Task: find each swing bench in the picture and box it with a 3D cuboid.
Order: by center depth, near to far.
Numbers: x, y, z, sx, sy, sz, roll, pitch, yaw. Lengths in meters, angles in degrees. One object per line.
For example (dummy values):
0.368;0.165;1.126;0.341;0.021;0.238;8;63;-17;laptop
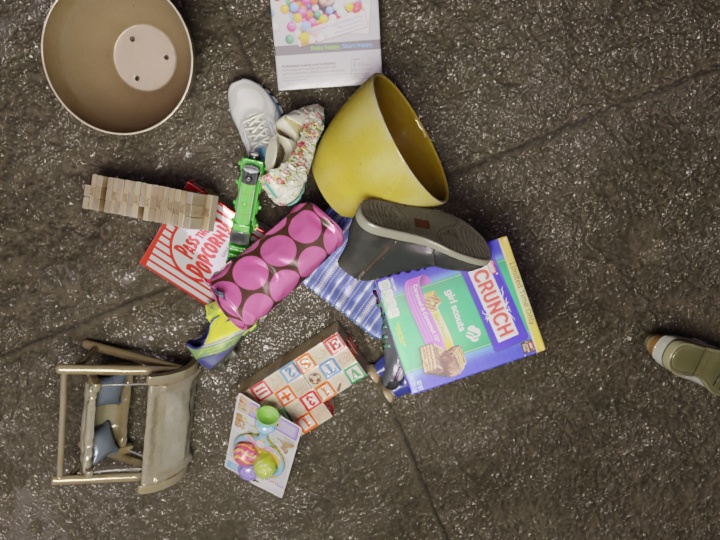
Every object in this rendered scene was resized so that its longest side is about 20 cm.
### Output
-0.366;0.233;1.141;0.198;0.130;0.201;8;104;-3;swing bench

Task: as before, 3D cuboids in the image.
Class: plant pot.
-0.316;-0.295;0.997;0.198;0.135;0.203;0;104;0;plant pot
0.015;-0.153;1.017;0.141;0.200;0.201;-27;104;21;plant pot

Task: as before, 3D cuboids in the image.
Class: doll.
0.107;0.123;1.153;0.199;0.048;0.137;-35;93;8;doll

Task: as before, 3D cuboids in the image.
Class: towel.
0.000;0.000;1.109;0.199;0.024;0.145;37;92;-19;towel

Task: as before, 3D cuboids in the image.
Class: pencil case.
-0.121;-0.012;1.013;0.200;0.091;0.094;-41;78;-18;pencil case

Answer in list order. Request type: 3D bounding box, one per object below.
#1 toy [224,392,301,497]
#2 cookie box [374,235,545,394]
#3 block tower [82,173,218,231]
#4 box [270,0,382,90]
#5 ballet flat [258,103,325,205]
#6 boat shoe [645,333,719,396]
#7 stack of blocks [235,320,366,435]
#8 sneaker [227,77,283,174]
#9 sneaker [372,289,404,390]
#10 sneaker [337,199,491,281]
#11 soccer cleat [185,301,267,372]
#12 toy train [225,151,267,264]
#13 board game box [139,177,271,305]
-0.167;0.295;1.148;0.114;0.047;0.201;26;127;10;toy
0.139;0.065;1.025;0.198;0.075;0.173;-19;84;-1;cookie box
-0.310;-0.100;1.053;0.198;0.058;0.055;11;95;18;block tower
-0.049;-0.366;1.028;0.154;0.041;0.202;-3;104;0;box
-0.095;-0.178;1.001;0.075;0.201;0.064;-27;128;36;ballet flat
0.539;0.143;1.150;0.199;0.068;0.075;25;99;-28;boat shoe
-0.087;0.187;1.165;0.199;0.059;0.116;-33;103;8;stack of blocks
-0.138;-0.186;1.052;0.074;0.087;0.201;-23;102;8;sneaker
0.049;0.077;1.098;0.087;0.074;0.202;18;84;-5;sneaker
0.072;-0.026;0.979;0.198;0.075;0.107;16;135;-13;sneaker
-0.189;0.062;1.080;0.083;0.065;0.201;37;101;-6;soccer cleat
-0.168;-0.070;1.030;0.041;0.057;0.202;12;119;-3;toy train
-0.216;-0.024;1.114;0.199;0.046;0.152;32;102;-8;board game box
